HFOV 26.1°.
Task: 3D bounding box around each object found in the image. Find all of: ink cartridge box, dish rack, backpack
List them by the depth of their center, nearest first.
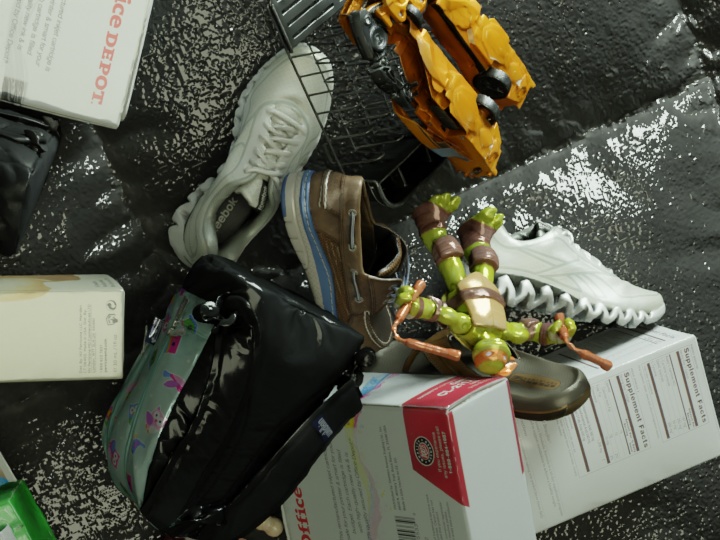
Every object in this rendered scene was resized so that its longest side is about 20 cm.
[{"bbox_3d":[-0.334,-0.070,1.128,0.198,0.163,0.155,21,106,-12],"label":"backpack"},{"bbox_3d":[-0.262,-0.200,1.163,0.198,0.084,0.148,14,93,-18],"label":"ink cartridge box"},{"bbox_3d":[-0.105,0.103,1.177,0.166,0.126,0.201,27,94,-32],"label":"backpack"},{"bbox_3d":[0.011,-0.168,1.227,0.153,0.054,0.201,-46,121,-38],"label":"dish rack"},{"bbox_3d":[0.028,0.161,1.237,0.082,0.199,0.147,-23,106,-45],"label":"ink cartridge box"}]

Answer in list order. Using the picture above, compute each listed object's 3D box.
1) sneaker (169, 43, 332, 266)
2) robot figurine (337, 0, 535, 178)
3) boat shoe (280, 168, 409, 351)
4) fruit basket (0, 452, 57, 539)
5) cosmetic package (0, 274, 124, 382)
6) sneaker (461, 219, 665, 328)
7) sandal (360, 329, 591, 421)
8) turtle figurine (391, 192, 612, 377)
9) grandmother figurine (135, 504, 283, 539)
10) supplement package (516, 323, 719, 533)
[{"bbox_3d":[-0.077,-0.086,1.230,0.075,0.081,0.201,29,88,-16],"label":"sneaker"},{"bbox_3d":[0.055,-0.170,1.195,0.200,0.058,0.146,46,57,-35],"label":"robot figurine"},{"bbox_3d":[0.000,0.000,1.232,0.072,0.073,0.201,-5,142,18],"label":"boat shoe"},{"bbox_3d":[-0.325,0.260,1.203,0.199,0.094,0.187,-27,98,-4],"label":"fruit basket"},{"bbox_3d":[-0.284,0.043,1.182,0.198,0.105,0.072,-1,96,-18],"label":"cosmetic package"},{"bbox_3d":[0.175,0.003,1.332,0.198,0.075,0.082,12,85,-18],"label":"sneaker"},{"bbox_3d":[0.091,0.077,1.265,0.082,0.198,0.055,-44,131,-42],"label":"sandal"},{"bbox_3d":[0.099,0.024,1.230,0.198,0.065,0.163,8,51,-24],"label":"turtle figurine"},{"bbox_3d":[-0.122,0.237,1.283,0.121,0.060,0.201,-40,104,-25],"label":"grandmother figurine"},{"bbox_3d":[0.190,0.131,1.328,0.198,0.114,0.111,-20,102,-13],"label":"supplement package"}]
